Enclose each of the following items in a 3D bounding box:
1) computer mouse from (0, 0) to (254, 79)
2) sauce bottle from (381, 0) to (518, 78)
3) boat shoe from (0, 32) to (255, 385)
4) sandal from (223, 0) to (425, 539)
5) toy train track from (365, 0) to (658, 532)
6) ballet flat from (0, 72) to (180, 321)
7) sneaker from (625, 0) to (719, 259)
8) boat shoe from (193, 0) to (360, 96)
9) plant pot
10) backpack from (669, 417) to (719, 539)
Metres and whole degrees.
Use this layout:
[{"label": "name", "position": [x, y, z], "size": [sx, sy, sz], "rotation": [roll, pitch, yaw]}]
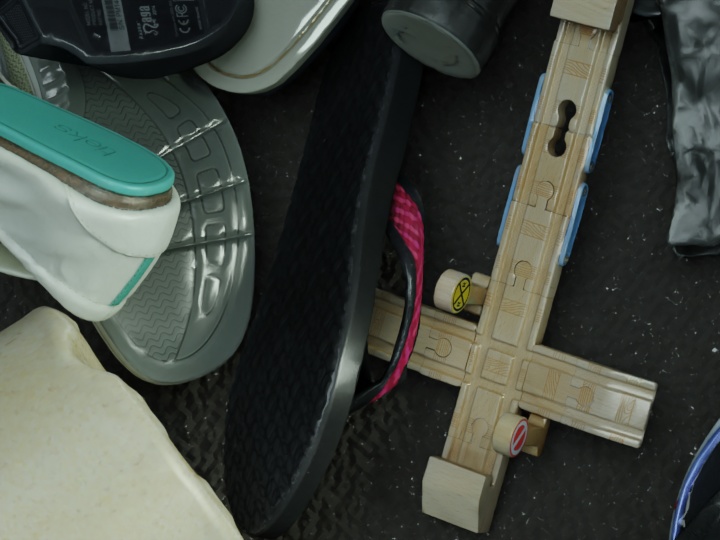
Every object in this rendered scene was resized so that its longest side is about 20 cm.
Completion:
[{"label": "computer mouse", "position": [-0.133, -0.088, 0.807], "size": [0.198, 0.034, 0.059], "rotation": [-2, 64, -17]}, {"label": "sauce bottle", "position": [0.073, -0.160, 0.844], "size": [0.064, 0.065, 0.201], "rotation": [25, 76, 14]}, {"label": "boat shoe", "position": [-0.094, -0.053, 0.877], "size": [0.074, 0.065, 0.203], "rotation": [-20, 80, -17]}, {"label": "sandal", "position": [0.000, 0.000, 0.837], "size": [0.045, 0.075, 0.201], "rotation": [26, 65, -27]}, {"label": "toy train track", "position": [0.055, -0.008, 0.825], "size": [0.114, 0.032, 0.202], "rotation": [18, 95, 27]}, {"label": "ballet flat", "position": [-0.146, -0.047, 0.824], "size": [0.199, 0.069, 0.070], "rotation": [34, 87, 26]}, {"label": "sneaker", "position": [0.133, -0.112, 0.839], "size": [0.103, 0.060, 0.201], "rotation": [-14, 82, 4]}, {"label": "boat shoe", "position": [-0.007, -0.152, 0.874], "size": [0.074, 0.062, 0.202], "rotation": [15, 81, 15]}, {"label": "plant pot", "position": [-0.134, 0.117, 0.792], "size": [0.183, 0.201, 0.201], "rotation": [-39, 74, -9]}, {"label": "backpack", "position": [0.192, 0.084, 0.744], "size": [0.190, 0.154, 0.200], "rotation": [-36, 68, -6]}]
